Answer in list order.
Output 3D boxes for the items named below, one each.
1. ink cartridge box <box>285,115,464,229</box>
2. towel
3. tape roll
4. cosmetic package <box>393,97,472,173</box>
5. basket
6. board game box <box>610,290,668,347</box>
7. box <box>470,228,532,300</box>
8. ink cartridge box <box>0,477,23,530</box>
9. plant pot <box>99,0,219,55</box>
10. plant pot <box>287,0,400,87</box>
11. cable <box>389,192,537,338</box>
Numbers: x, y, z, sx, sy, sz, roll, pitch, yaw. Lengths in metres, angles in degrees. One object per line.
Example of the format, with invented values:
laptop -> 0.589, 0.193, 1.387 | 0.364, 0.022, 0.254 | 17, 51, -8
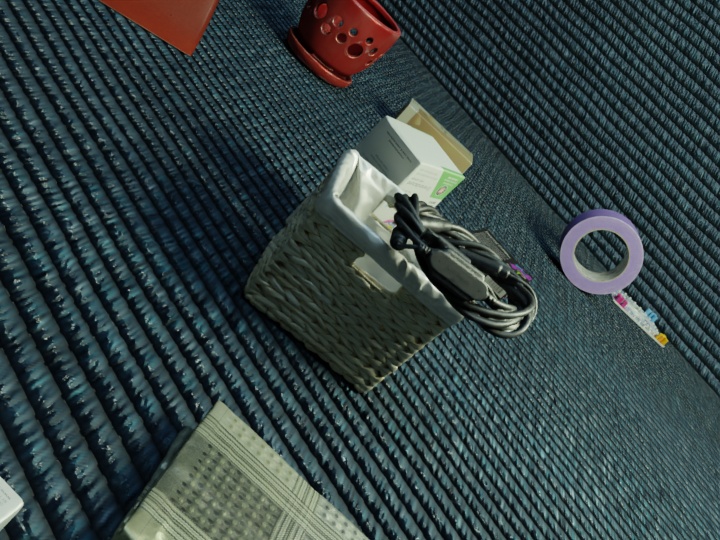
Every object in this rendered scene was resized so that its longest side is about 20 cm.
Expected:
ink cartridge box -> 0.020, -0.094, 1.200 | 0.088, 0.200, 0.145 | 55, 21, 20
towel -> -0.076, 0.207, 0.668 | 0.200, 0.035, 0.193 | 45, 22, -5
tape roll -> 0.596, -0.047, 2.245 | 0.200, 0.200, 0.085 | 43, 19, -3
cosmetic package -> 0.165, -0.300, 2.091 | 0.200, 0.071, 0.105 | 41, 19, -9
basket -> 0.000, 0.000, 1.028 | 0.198, 0.161, 0.200 | 41, 19, -10
board game box -> 0.779, 0.108, 2.553 | 0.200, 0.026, 0.200 | 42, 20, -8
box -> 0.260, -0.016, 1.762 | 0.143, 0.036, 0.200 | 49, 21, 11
ink cartridge box -> -0.284, 0.110, 0.426 | 0.161, 0.050, 0.200 | 46, 24, 3
plant pot -> -0.305, -0.490, 1.387 | 0.200, 0.176, 0.200 | 27, 26, -41
plant pot -> -0.043, -0.505, 1.924 | 0.200, 0.183, 0.200 | 39, 20, -17
cable -> 0.108, -0.005, 0.961 | 0.200, 0.051, 0.163 | 33, 18, -19
